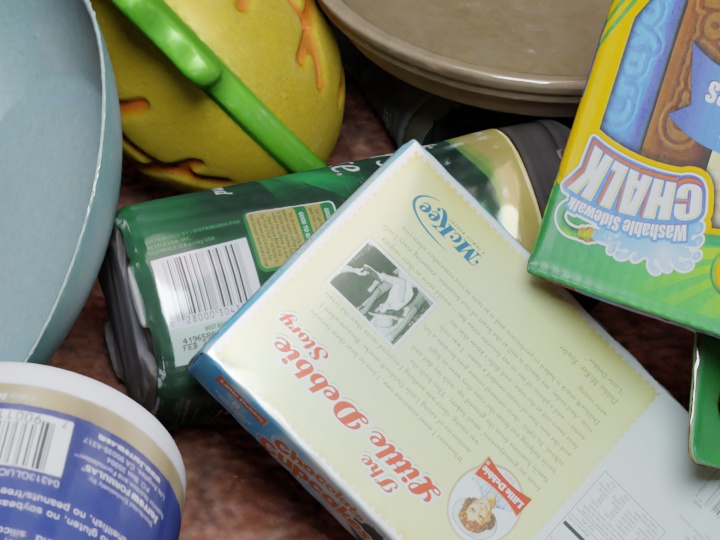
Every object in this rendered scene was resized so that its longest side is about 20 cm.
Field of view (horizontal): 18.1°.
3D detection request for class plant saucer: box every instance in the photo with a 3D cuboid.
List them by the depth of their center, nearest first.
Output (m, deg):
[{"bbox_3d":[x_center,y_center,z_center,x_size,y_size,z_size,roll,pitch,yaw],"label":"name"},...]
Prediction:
[{"bbox_3d":[-0.141,-0.020,0.883,0.039,0.201,0.201,18,38,-35],"label":"plant saucer"},{"bbox_3d":[0.073,-0.121,0.964,0.200,0.030,0.200,4,36,-3],"label":"plant saucer"}]

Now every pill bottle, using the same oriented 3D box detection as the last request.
[{"bbox_3d":[-0.126,0.139,0.748,0.111,0.111,0.200,7,48,2],"label":"pill bottle"}]

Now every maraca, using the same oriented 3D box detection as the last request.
[{"bbox_3d":[-0.072,-0.094,0.938,0.107,0.200,0.137,-47,67,2],"label":"maraca"}]

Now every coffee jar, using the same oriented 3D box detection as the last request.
[{"bbox_3d":[0.000,0.000,0.902,0.200,0.104,0.086,-12,78,-16],"label":"coffee jar"}]

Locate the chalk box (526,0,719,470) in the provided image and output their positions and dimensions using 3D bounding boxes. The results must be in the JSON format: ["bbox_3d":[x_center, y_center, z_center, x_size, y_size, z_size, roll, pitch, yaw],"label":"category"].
[{"bbox_3d":[0.153,-0.026,0.816,0.124,0.200,0.125,21,3,38],"label":"chalk box"}]

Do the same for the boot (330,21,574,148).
[{"bbox_3d":[0.041,-0.138,1.065,0.182,0.073,0.200,-19,45,-23],"label":"boot"}]

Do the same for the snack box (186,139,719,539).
[{"bbox_3d":[0.048,0.063,0.825,0.200,0.037,0.116,45,69,-1],"label":"snack box"}]
